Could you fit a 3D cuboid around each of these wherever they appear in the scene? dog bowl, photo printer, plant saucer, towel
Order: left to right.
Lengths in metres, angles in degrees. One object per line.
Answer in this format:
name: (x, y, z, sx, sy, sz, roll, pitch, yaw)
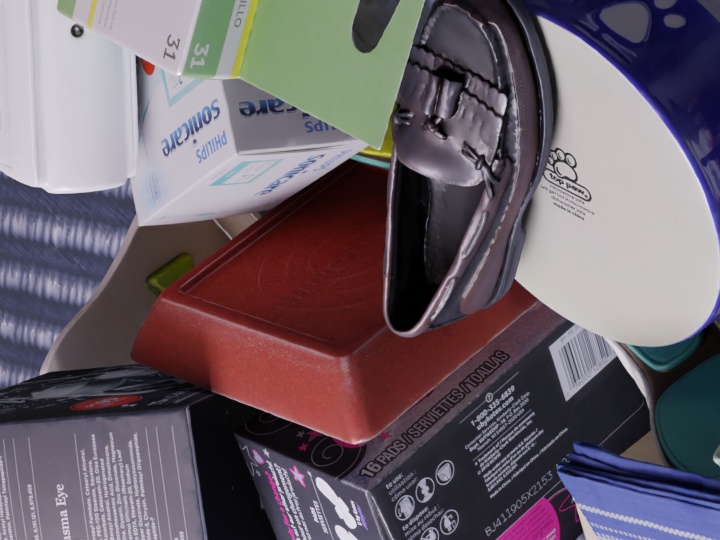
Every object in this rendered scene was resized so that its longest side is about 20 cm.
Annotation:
photo printer: (-0.173, -0.154, 1.391, 0.166, 0.069, 0.201, -154, 60, -63)
plant saucer: (0.000, 0.000, 1.386, 0.200, 0.199, 0.037, 17, 137, 47)
dog bowl: (0.121, -0.065, 1.257, 0.200, 0.079, 0.201, 36, 149, 26)
towel: (0.183, 0.167, 1.241, 0.145, 0.024, 0.200, 9, 137, 58)

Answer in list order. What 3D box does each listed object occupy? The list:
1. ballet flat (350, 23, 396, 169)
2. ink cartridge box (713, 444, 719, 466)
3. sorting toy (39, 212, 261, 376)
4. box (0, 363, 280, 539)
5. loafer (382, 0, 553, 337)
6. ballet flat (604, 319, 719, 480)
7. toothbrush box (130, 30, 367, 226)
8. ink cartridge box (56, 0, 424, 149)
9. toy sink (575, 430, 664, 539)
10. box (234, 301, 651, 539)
ballet flat: (-0.030, -0.113, 1.451, 0.200, 0.067, 0.067, 26, 121, 42)
ink cartridge box: (0.269, 0.127, 1.196, 0.145, 0.088, 0.200, 27, 164, 40)
sorting toy: (-0.095, 0.056, 1.610, 0.200, 0.180, 0.107, 48, 157, 8)
box: (-0.132, 0.114, 1.458, 0.181, 0.200, 0.105, -7, 95, 20)
loafer: (0.044, -0.046, 1.230, 0.072, 0.063, 0.201, 34, 143, 28)
ballet flat: (0.174, 0.064, 1.298, 0.200, 0.069, 0.070, -115, 4, -59)
toothbrush box: (-0.075, -0.139, 1.371, 0.146, 0.085, 0.201, -27, 74, 62)
ink cartridge box: (-0.053, -0.158, 1.233, 0.200, 0.048, 0.146, 30, 111, 41)
toy sink: (0.217, 0.183, 1.378, 0.130, 0.112, 0.201, 14, 130, 49)
box: (0.051, 0.092, 1.419, 0.114, 0.200, 0.133, 17, 137, 45)
